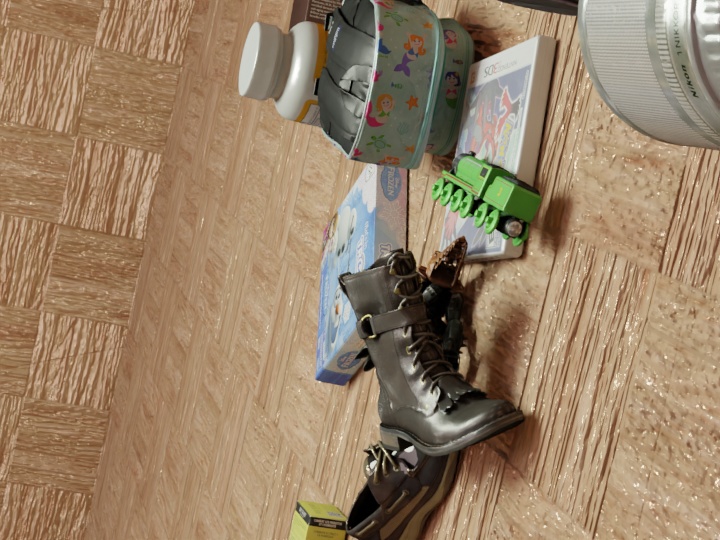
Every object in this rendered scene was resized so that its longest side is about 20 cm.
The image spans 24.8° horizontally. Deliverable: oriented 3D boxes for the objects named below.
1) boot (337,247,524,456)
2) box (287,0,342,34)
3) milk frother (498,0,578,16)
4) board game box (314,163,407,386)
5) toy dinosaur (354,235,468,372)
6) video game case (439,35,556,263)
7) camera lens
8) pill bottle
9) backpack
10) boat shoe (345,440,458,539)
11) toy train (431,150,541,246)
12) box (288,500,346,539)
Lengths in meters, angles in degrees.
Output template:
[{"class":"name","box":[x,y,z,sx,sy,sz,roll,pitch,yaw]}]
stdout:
[{"class":"boot","box":[0.051,0.067,1.425,0.199,0.069,0.176,-8,96,54]},{"class":"box","box":[-0.056,-0.327,2.242,0.100,0.074,0.202,164,118,-73]},{"class":"milk frother","box":[0.135,-0.320,1.332,0.180,0.198,0.190,-157,78,-70]},{"class":"board game box","box":[0.000,0.000,1.875,0.199,0.043,0.202,127,150,-55]},{"class":"toy dinosaur","box":[0.059,0.038,1.565,0.201,0.101,0.136,83,-161,-45]},{"class":"video game case","box":[0.126,-0.109,1.544,0.182,0.023,0.202,173,107,-74]},{"class":"camera lens","box":[0.229,-0.148,0.955,0.200,0.159,0.162,-151,73,-73]},{"class":"pill bottle","box":[-0.031,-0.215,1.840,0.113,0.198,0.114,-169,90,-74]},{"class":"backpack","box":[0.034,-0.194,1.686,0.200,0.149,0.179,-108,30,-73]},{"class":"boat shoe","box":[0.038,0.196,1.554,0.075,0.073,0.201,-102,27,-54]},{"class":"toy train","box":[0.111,-0.069,1.460,0.057,0.041,0.200,-66,18,7]},{"class":"box","box":[-0.062,0.366,1.840,0.075,0.050,0.202,-160,82,-74]}]
